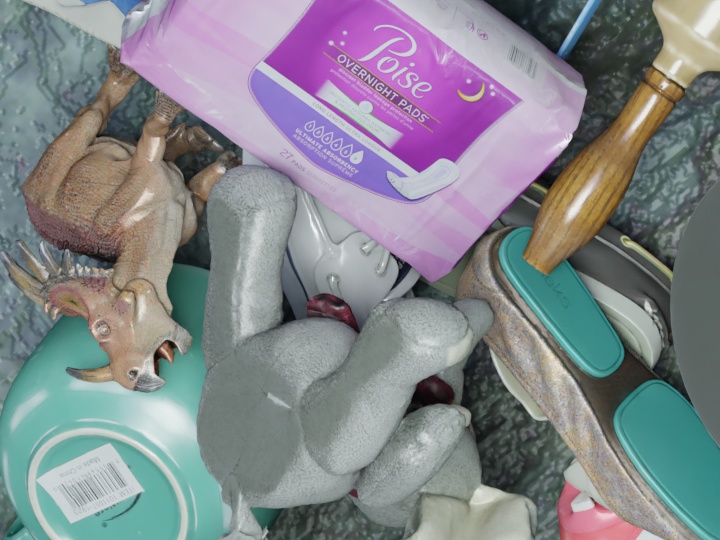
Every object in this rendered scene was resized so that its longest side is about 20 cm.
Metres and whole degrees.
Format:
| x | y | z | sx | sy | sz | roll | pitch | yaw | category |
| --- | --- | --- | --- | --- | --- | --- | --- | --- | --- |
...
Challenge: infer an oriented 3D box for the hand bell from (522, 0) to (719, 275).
| x | y | z | sx | sy | sz | roll | pitch | yaw | category |
| --- | --- | --- | --- | --- | --- | --- | --- | --- | --- |
| 0.140 | -0.084 | 1.442 | 0.104 | 0.104 | 0.200 | 38 | 98 | 7 | hand bell |

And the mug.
| x | y | z | sx | sy | sz | roll | pitch | yaw | category |
| --- | --- | --- | --- | --- | --- | --- | --- | --- | --- |
| -0.110 | 0.102 | 1.540 | 0.151 | 0.114 | 0.186 | 17 | 122 | 11 | mug |

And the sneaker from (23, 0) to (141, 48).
| x | y | z | sx | sy | sz | roll | pitch | yaw | category |
| --- | --- | --- | --- | --- | --- | --- | --- | --- | --- |
| -0.099 | -0.167 | 1.538 | 0.199 | 0.077 | 0.112 | 27 | 100 | 35 | sneaker |

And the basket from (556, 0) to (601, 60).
| x | y | z | sx | sy | sz | roll | pitch | yaw | category |
| --- | --- | --- | --- | --- | --- | --- | --- | --- | --- |
| 0.059 | -0.213 | 1.488 | 0.200 | 0.139 | 0.177 | 40 | 104 | 13 | basket |

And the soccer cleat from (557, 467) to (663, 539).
| x | y | z | sx | sy | sz | roll | pitch | yaw | category |
| --- | --- | --- | --- | --- | --- | --- | --- | --- | --- |
| 0.198 | 0.111 | 1.532 | 0.199 | 0.067 | 0.077 | -18 | 120 | 7 | soccer cleat |

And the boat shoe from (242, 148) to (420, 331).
| x | y | z | sx | sy | sz | roll | pitch | yaw | category |
| --- | --- | --- | --- | --- | --- | --- | --- | --- | --- |
| 0.000 | 0.000 | 1.531 | 0.065 | 0.074 | 0.201 | -7 | 120 | 28 | boat shoe |

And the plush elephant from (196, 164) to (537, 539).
| x | y | z | sx | sy | sz | roll | pitch | yaw | category |
| --- | --- | --- | --- | --- | --- | --- | --- | --- | --- |
| 0.008 | 0.068 | 1.434 | 0.164 | 0.154 | 0.201 | 29 | 109 | 39 | plush elephant |

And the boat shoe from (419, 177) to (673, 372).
| x | y | z | sx | sy | sz | roll | pitch | yaw | category |
| --- | --- | --- | --- | --- | --- | --- | --- | --- | --- |
| 0.077 | -0.017 | 1.544 | 0.201 | 0.061 | 0.072 | 36 | 137 | 10 | boat shoe |

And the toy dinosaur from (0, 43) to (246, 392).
| x | y | z | sx | sy | sz | roll | pitch | yaw | category |
| --- | --- | --- | --- | --- | --- | --- | --- | --- | --- |
| -0.131 | -0.030 | 1.506 | 0.136 | 0.200 | 0.086 | -48 | 119 | -2 | toy dinosaur |

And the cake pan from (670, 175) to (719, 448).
| x | y | z | sx | sy | sz | roll | pitch | yaw | category |
| --- | --- | --- | --- | --- | --- | --- | --- | --- | --- |
| 0.223 | 0.025 | 1.419 | 0.200 | 0.037 | 0.201 | 13 | 109 | 44 | cake pan |

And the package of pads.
| x | y | z | sx | sy | sz | roll | pitch | yaw | category |
| --- | --- | --- | --- | --- | --- | --- | --- | --- | --- |
| -0.003 | -0.099 | 1.437 | 0.200 | 0.076 | 0.121 | 35 | 119 | -15 | package of pads |

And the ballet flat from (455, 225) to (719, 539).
| x | y | z | sx | sy | sz | roll | pitch | yaw | category |
| --- | --- | --- | --- | --- | --- | --- | --- | --- | --- |
| 0.116 | 0.068 | 1.486 | 0.200 | 0.068 | 0.067 | 56 | 136 | 7 | ballet flat |
